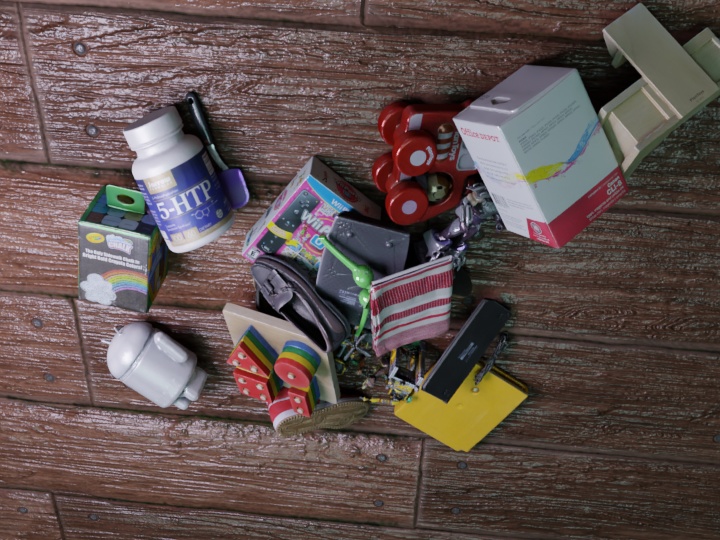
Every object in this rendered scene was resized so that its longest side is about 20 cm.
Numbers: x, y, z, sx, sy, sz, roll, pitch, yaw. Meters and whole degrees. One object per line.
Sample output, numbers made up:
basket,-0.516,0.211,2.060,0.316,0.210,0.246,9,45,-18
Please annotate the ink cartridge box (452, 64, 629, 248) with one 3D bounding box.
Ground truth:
ink cartridge box,0.253,-0.166,1.219,0.144,0.145,0.202,-36,114,-9

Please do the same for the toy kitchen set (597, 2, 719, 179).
toy kitchen set,0.398,-0.254,1.246,0.198,0.181,0.164,-35,77,-9

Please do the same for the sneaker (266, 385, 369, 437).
sneaker,-0.086,0.244,1.633,0.196,0.113,0.072,-5,128,-28

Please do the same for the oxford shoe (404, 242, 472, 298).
oxford shoe,0.094,-0.001,1.449,0.196,0.072,0.072,24,144,-5

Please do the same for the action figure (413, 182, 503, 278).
action figure,0.175,-0.076,1.357,0.128,0.070,0.200,3,140,-42

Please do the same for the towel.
towel,0.084,0.061,1.393,0.141,0.023,0.202,-19,146,-10

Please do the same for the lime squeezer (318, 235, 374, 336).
lime squeezer,-0.006,0.031,1.360,0.069,0.038,0.203,-9,125,15

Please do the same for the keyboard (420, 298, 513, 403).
keyboard,0.197,0.146,1.510,0.126,0.021,0.202,30,99,-37

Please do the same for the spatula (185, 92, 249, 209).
spatula,-0.232,-0.189,1.375,0.055,0.021,0.203,-10,122,18

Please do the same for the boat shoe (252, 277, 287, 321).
boat shoe,-0.147,0.088,1.526,0.072,0.065,0.203,-14,122,14

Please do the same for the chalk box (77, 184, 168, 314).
chalk box,-0.387,-0.055,1.422,0.122,0.125,0.203,13,124,-2

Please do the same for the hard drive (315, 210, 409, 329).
hard drive,0.000,0.000,1.387,0.132,0.043,0.203,14,127,-2

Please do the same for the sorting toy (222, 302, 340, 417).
sorting toy,-0.146,0.168,1.509,0.196,0.070,0.201,16,145,18

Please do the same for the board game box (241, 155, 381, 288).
board game box,-0.081,-0.065,1.418,0.146,0.065,0.200,34,120,-18

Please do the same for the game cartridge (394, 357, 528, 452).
game cartridge,0.186,0.243,1.618,0.174,0.033,0.201,31,124,-14

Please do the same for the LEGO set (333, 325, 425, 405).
LEGO set,0.027,0.180,1.536,0.197,0.117,0.155,30,122,-13

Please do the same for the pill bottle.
pill bottle,-0.287,-0.144,1.347,0.117,0.120,0.203,-16,113,16

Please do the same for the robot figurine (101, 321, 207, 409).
robot figurine,-0.378,0.171,1.576,0.198,0.114,0.169,36,127,-17

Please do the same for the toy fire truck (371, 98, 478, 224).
toy fire truck,0.112,-0.162,1.314,0.164,0.113,0.204,-3,127,-15

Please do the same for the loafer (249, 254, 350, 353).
loafer,-0.104,0.053,1.391,0.199,0.063,0.072,39,133,5
